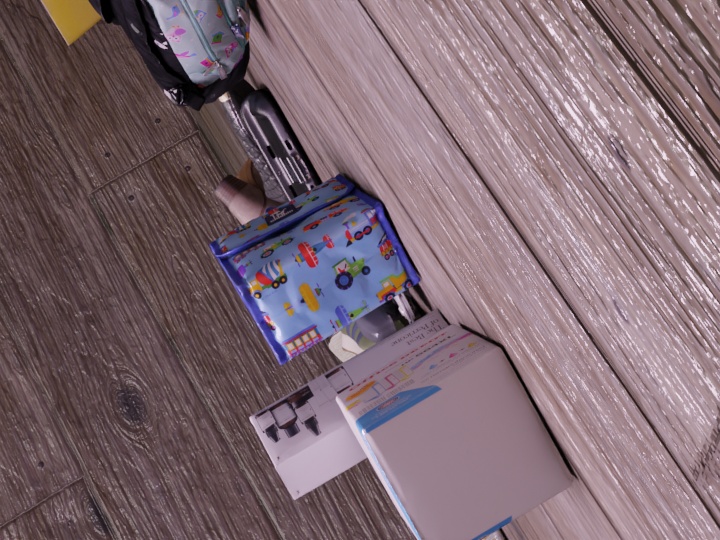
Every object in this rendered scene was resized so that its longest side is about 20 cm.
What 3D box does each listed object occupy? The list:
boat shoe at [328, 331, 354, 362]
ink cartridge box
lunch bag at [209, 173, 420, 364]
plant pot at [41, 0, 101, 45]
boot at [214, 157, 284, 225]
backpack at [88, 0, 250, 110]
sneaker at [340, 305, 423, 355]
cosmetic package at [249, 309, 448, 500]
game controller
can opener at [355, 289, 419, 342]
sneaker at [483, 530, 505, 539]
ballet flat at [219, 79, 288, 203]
[{"bbox_3d":[0.018,0.069,1.774,0.075,0.062,0.200,45,161,-4],"label":"boat shoe"},{"bbox_3d":[0.068,0.135,1.254,0.126,0.128,0.200,60,175,-8],"label":"ink cartridge box"},{"bbox_3d":[-0.054,-0.020,1.453,0.094,0.150,0.200,62,174,-26],"label":"lunch bag"},{"bbox_3d":[-0.387,-0.465,2.042,0.200,0.176,0.200,56,175,35],"label":"plant pot"},{"bbox_3d":[-0.105,-0.087,2.017,0.146,0.070,0.200,36,-149,3],"label":"boot"},{"bbox_3d":[-0.177,-0.265,1.408,0.167,0.126,0.200,45,169,23],"label":"backpack"},{"bbox_3d":[0.017,0.039,1.568,0.200,0.067,0.090,-176,74,-71],"label":"sneaker"},{"bbox_3d":[0.005,0.118,1.375,0.083,0.199,0.051,53,171,52],"label":"cosmetic package"},{"bbox_3d":[-0.078,-0.123,1.803,0.201,0.042,0.104,60,161,-11],"label":"game controller"},{"bbox_3d":[0.000,0.000,1.509,0.200,0.067,0.053,53,172,51],"label":"can opener"},{"bbox_3d":[0.148,0.338,2.110,0.200,0.076,0.088,50,-159,18],"label":"sneaker"},{"bbox_3d":[-0.133,-0.160,1.883,0.200,0.057,0.067,61,-143,-31],"label":"ballet flat"}]
